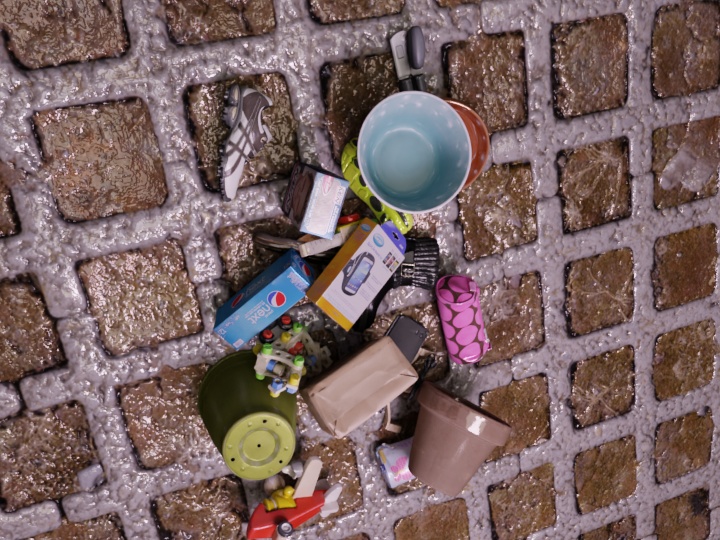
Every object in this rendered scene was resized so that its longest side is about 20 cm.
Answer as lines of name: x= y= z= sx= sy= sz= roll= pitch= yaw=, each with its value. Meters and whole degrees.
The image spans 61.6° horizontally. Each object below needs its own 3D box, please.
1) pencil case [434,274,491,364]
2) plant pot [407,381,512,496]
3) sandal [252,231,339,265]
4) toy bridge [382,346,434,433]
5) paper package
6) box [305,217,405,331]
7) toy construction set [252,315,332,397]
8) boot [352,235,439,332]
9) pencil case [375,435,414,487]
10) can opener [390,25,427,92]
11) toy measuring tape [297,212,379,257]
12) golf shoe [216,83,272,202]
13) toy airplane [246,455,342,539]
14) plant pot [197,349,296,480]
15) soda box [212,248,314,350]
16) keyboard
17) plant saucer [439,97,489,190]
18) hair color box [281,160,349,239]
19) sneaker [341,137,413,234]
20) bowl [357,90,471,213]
pencil case: x=0.211 y=0.099 z=1.233 sx=0.092 sy=0.092 sz=0.202 roll=-2 pitch=136 yaw=19
plant pot: x=0.180 y=0.346 z=1.212 sx=0.198 sy=0.200 sz=0.177 roll=29 pitch=85 yaw=-22
sandal: x=-0.104 y=-0.051 z=1.139 sx=0.197 sy=0.082 sz=0.056 roll=14 pitch=79 yaw=-13
toy bridge: x=0.091 y=0.247 z=1.295 sx=0.066 sy=0.027 sz=0.203 roll=20 pitch=97 yaw=-20
paper package: x=-0.010 y=0.217 z=1.140 sx=0.189 sy=0.200 sz=0.104 roll=-32 pitch=87 yaw=-16
box: x=0.000 y=0.000 z=1.092 sx=0.201 sy=0.041 sz=0.119 roll=-53 pitch=139 yaw=-8
toy construction set: x=-0.127 y=0.158 z=1.136 sx=0.130 sy=0.199 sz=0.093 roll=29 pitch=107 yaw=17
boot: x=0.070 y=0.029 z=1.202 sx=0.155 sy=0.079 sz=0.215 roll=10 pitch=101 yaw=-19
pencil case: x=0.130 y=0.397 z=1.320 sx=0.197 sy=0.083 sz=0.092 roll=-19 pitch=67 yaw=-11
can opener: x=0.100 y=-0.344 z=1.122 sx=0.052 sy=0.067 sz=0.203 roll=-18 pitch=114 yaw=-10
toy measuring tape: x=-0.044 y=-0.059 z=1.098 sx=0.198 sy=0.073 sz=0.075 roll=-22 pitch=112 yaw=-38
golf shoe: x=-0.201 y=-0.215 z=1.052 sx=0.093 sy=0.078 sz=0.204 roll=6 pitch=104 yaw=-19
toy airplane: x=-0.137 y=0.470 z=1.240 sx=0.200 sy=0.141 sz=0.200 roll=-45 pitch=151 yaw=-11
plant pot: x=-0.198 y=0.280 z=1.124 sx=0.197 sy=0.193 sz=0.204 roll=-5 pitch=106 yaw=-16
soda box: x=-0.176 y=0.053 z=1.103 sx=0.199 sy=0.068 sz=0.064 roll=-37 pitch=117 yaw=16
keyboard: x=0.084 y=0.205 z=1.264 sx=0.126 sy=0.021 sz=0.202 roll=32 pitch=90 yaw=3
plant saucer: x=0.145 y=-0.231 z=1.146 sx=0.196 sy=0.033 sz=0.203 roll=-1 pitch=127 yaw=-1
hair color box: x=-0.083 y=-0.127 z=1.046 sx=0.060 sy=0.200 sz=0.102 roll=14 pitch=100 yaw=-20
sneaker: x=0.029 y=-0.156 z=1.147 sx=0.073 sy=0.084 sz=0.202 roll=-32 pitch=94 yaw=13
bowl: x=0.085 y=-0.198 z=1.054 sx=0.197 sy=0.105 sz=0.205 roll=0 pitch=91 yaw=-7
